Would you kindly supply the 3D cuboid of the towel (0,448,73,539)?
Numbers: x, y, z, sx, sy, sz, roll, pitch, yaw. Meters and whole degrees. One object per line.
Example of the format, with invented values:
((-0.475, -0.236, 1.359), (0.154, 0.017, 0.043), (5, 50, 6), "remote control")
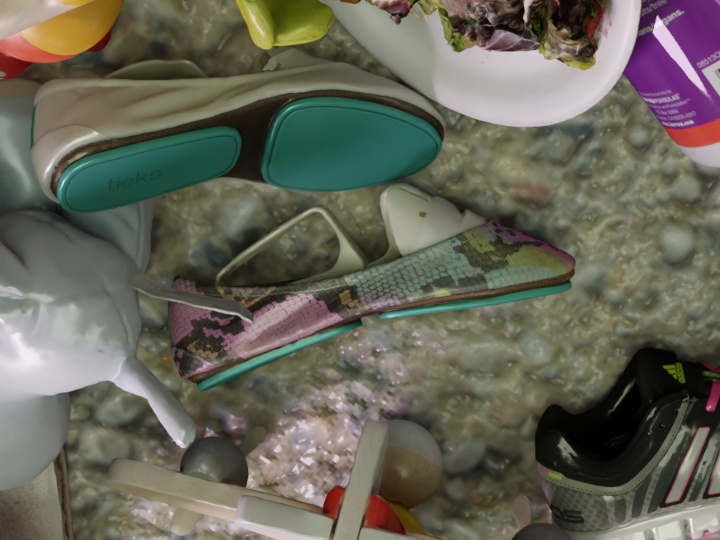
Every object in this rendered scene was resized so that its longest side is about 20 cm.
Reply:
((-0.212, 0.180, 0.876), (0.131, 0.035, 0.202), (-2, 109, 2), "towel")

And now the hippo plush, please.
((-0.161, 0.019, 0.783), (0.199, 0.160, 0.161), (29, 134, -3), "hippo plush")

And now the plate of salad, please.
((0.026, -0.139, 0.689), (0.048, 0.199, 0.201), (-42, 109, -30), "plate of salad")

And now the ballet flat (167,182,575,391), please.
((0.000, 0.000, 0.796), (0.198, 0.069, 0.072), (-15, 89, 7), "ballet flat")

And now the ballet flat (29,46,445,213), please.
((-0.055, -0.072, 0.755), (0.198, 0.069, 0.070), (-8, 112, -27), "ballet flat")

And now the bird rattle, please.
((-0.121, -0.129, 0.680), (0.198, 0.163, 0.114), (-4, 109, 31), "bird rattle")

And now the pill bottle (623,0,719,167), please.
((0.132, -0.150, 0.708), (0.112, 0.113, 0.200), (-36, 104, 13), "pill bottle")

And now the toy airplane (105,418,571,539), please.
((0.004, 0.125, 0.795), (0.198, 0.142, 0.200), (-22, 126, 42), "toy airplane")

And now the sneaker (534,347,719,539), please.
((0.170, 0.071, 0.806), (0.199, 0.074, 0.088), (-24, 111, 13), "sneaker")
